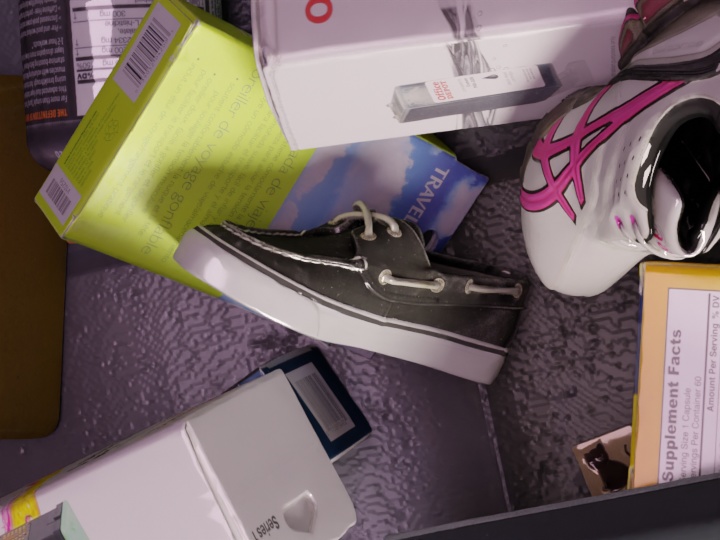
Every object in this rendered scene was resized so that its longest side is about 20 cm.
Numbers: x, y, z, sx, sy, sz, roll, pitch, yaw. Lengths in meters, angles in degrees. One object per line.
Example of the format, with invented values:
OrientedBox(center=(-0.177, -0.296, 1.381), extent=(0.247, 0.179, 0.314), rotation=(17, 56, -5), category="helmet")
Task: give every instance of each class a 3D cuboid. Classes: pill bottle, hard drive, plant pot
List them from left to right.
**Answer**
OrientedBox(center=(-0.281, -0.010, 0.927), extent=(0.199, 0.176, 0.201), rotation=(5, 94, 16), category="plant pot")
OrientedBox(center=(-0.122, -0.114, 0.914), extent=(0.106, 0.106, 0.201), rotation=(-2, 92, 15), category="pill bottle")
OrientedBox(center=(0.127, 0.153, 0.824), extent=(0.199, 0.140, 0.033), rotation=(-16, 44, 33), category="hard drive")

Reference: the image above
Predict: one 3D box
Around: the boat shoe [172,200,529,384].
OrientedBox(center=(0.000, 0.000, 0.857), extent=(0.071, 0.200, 0.064), rotation=(34, 102, 49), category="boat shoe")

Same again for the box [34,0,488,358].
OrientedBox(center=(-0.044, -0.041, 0.875), extent=(0.122, 0.200, 0.048), rotation=(-56, 41, 11), category="box")

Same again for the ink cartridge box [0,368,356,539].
OrientedBox(center=(-0.119, 0.128, 0.800), extent=(0.199, 0.145, 0.084), rotation=(-26, 89, 15), category="ink cartridge box")

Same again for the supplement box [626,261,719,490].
OrientedBox(center=(0.228, 0.055, 0.819), extent=(0.199, 0.109, 0.109), rotation=(4, 90, 13), category="supplement box")

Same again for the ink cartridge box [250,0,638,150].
OrientedBox(center=(0.053, -0.143, 0.785), extent=(0.199, 0.085, 0.146), rotation=(-6, 64, 4), category="ink cartridge box")

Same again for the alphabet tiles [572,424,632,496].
OrientedBox(center=(0.190, 0.163, 0.894), extent=(0.166, 0.006, 0.201), rotation=(-24, 87, 16), category="alphabet tiles")

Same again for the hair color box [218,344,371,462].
OrientedBox(center=(-0.098, 0.121, 0.922), extent=(0.200, 0.100, 0.061), rotation=(-36, 85, 14), category="hair color box")

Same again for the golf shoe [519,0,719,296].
OrientedBox(center=(0.113, -0.037, 0.729), extent=(0.072, 0.200, 0.092), rotation=(10, 56, -10), category="golf shoe")
